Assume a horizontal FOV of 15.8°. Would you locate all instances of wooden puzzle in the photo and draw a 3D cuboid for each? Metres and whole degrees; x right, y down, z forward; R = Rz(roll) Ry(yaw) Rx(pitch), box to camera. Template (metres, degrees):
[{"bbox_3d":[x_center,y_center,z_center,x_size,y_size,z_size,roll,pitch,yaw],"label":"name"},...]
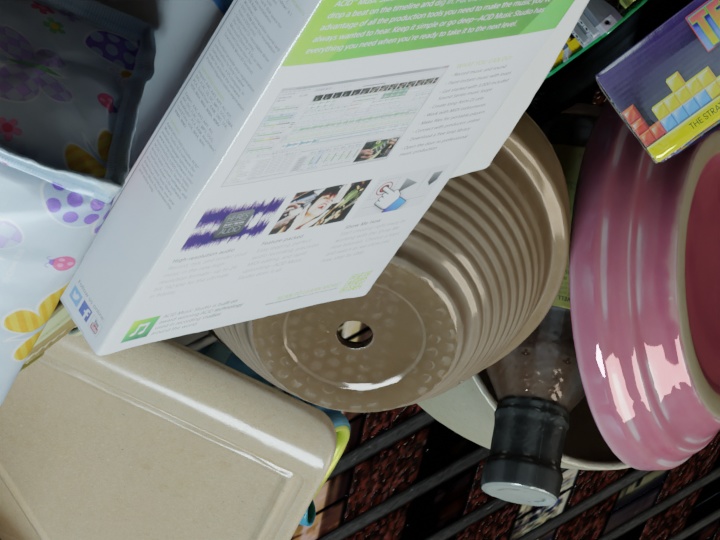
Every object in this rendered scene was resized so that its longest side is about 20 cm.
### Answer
[{"bbox_3d":[-0.123,0.104,1.317,0.037,0.185,0.200,-67,-177,-49],"label":"wooden puzzle"}]

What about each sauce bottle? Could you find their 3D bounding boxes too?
[{"bbox_3d":[0.098,0.020,1.332,0.064,0.201,0.065,10,161,4],"label":"sauce bottle"}]

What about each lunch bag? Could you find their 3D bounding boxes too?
[{"bbox_3d":[-0.198,-0.036,0.916,0.170,0.199,0.127,-56,-165,36],"label":"lunch bag"}]

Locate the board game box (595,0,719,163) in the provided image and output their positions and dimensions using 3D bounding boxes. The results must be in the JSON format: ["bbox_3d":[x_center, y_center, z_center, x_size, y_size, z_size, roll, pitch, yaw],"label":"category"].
[{"bbox_3d":[0.223,-0.139,1.238,0.200,0.057,0.165,-37,175,23],"label":"board game box"}]

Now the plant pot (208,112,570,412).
[{"bbox_3d":[0.000,0.000,1.231,0.200,0.093,0.201,3,129,3],"label":"plant pot"}]

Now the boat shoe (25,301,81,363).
[{"bbox_3d":[-0.117,-0.015,1.106,0.201,0.073,0.063,-61,157,-47],"label":"boat shoe"}]

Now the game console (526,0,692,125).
[{"bbox_3d":[0.181,-0.157,1.314,0.177,0.031,0.200,-33,175,-47],"label":"game console"}]

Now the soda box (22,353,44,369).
[{"bbox_3d":[-0.205,0.001,1.112,0.068,0.064,0.200,-35,157,-3],"label":"soda box"}]

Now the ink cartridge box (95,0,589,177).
[{"bbox_3d":[-0.031,-0.116,1.027,0.200,0.147,0.145,-17,151,-37],"label":"ink cartridge box"}]

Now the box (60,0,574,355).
[{"bbox_3d":[-0.010,-0.055,0.940,0.144,0.036,0.200,-12,149,-44],"label":"box"}]

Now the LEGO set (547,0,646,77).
[{"bbox_3d":[0.110,-0.183,1.194,0.200,0.116,0.154,-40,-178,-7],"label":"LEGO set"}]

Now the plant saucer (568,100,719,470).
[{"bbox_3d":[0.167,0.003,1.337,0.051,0.201,0.200,-1,174,28],"label":"plant saucer"}]

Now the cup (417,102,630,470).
[{"bbox_3d":[0.088,0.020,1.452,0.200,0.201,0.143,-20,-179,-35],"label":"cup"}]

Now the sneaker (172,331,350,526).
[{"bbox_3d":[-0.096,0.103,1.386,0.200,0.131,0.080,-31,157,-9],"label":"sneaker"}]
